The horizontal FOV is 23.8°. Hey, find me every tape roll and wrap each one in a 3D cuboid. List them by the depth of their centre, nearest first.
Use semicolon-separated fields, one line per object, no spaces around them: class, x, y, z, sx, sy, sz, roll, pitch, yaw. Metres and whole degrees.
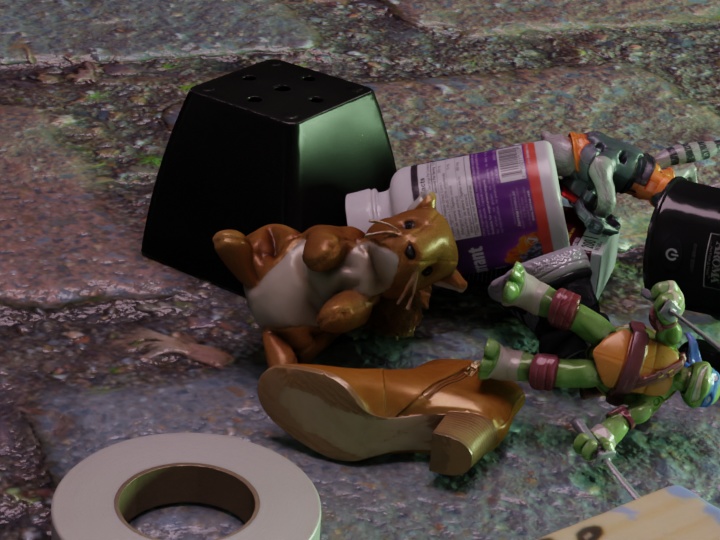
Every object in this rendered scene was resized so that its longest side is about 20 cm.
tape roll;-0.128;0.186;1.259;0.202;0.037;0.203;3;26;-1

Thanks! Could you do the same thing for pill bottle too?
pill bottle;0.091;-0.051;1.607;0.199;0.112;0.112;-11;25;8

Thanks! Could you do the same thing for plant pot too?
plant pot;-0.082;-0.098;1.689;0.199;0.178;0.200;20;31;32

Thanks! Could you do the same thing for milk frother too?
milk frother;0.379;-0.002;1.553;0.188;0.181;0.200;14;34;27

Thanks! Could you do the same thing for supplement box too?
supplement box;0.152;-0.028;1.709;0.199;0.061;0.109;11;25;15

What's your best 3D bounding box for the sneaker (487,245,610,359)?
sneaker;0.174;0.048;1.546;0.075;0.114;0.200;-19;-6;-8

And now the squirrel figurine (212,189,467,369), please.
squirrel figurine;0.000;0.000;1.503;0.186;0.142;0.200;-24;-7;12

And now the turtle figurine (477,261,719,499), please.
turtle figurine;0.197;0.073;1.362;0.193;0.144;0.200;18;35;8

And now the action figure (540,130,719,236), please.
action figure;0.263;-0.108;1.715;0.193;0.105;0.200;9;23;-14

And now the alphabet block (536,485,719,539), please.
alphabet block;0.161;0.267;0.952;0.200;0.197;0.195;-16;30;-35

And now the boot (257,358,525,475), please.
boot;0.028;0.106;1.421;0.201;0.071;0.144;17;23;15
